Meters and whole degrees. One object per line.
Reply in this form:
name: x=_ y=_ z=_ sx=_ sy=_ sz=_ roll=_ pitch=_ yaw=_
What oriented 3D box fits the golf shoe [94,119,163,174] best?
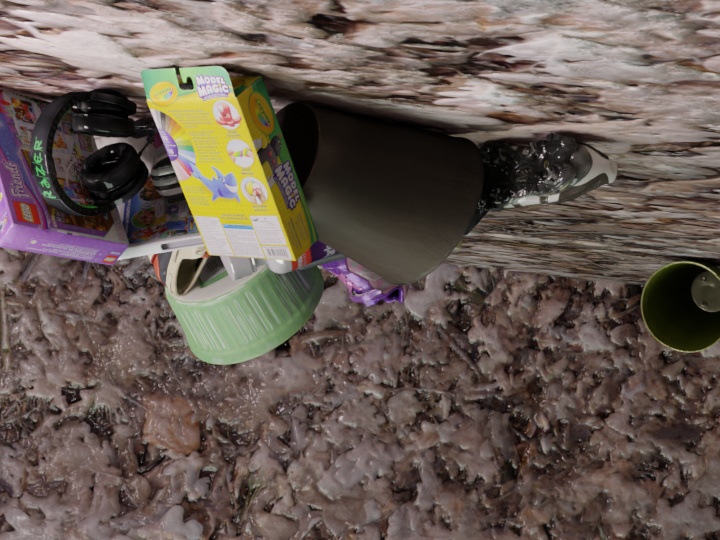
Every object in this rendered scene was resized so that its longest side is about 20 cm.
golf shoe: x=-0.290 y=-0.127 z=1.543 sx=0.091 sy=0.075 sz=0.200 roll=-33 pitch=-163 yaw=-28

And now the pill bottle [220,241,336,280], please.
pill bottle: x=-0.070 y=-0.063 z=1.511 sx=0.200 sy=0.112 sz=0.111 roll=-22 pitch=-178 yaw=-10

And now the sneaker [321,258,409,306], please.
sneaker: x=0.000 y=0.000 z=1.688 sx=0.080 sy=0.089 sz=0.200 roll=5 pitch=176 yaw=45

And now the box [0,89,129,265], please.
box: x=-0.333 y=-0.101 z=1.372 sx=0.137 sy=0.200 sz=0.039 roll=12 pitch=134 yaw=-43

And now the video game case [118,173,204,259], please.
video game case: x=-0.169 y=-0.074 z=1.440 sx=0.199 sy=0.018 sz=0.143 roll=-9 pitch=-143 yaw=1

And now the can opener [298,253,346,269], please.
can opener: x=0.011 y=-0.046 z=1.606 sx=0.200 sy=0.053 sz=0.067 roll=-15 pitch=172 yaw=-5

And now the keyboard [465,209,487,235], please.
keyboard: x=0.081 y=-0.102 z=1.654 sx=0.200 sy=0.040 sz=0.104 roll=11 pitch=136 yaw=-36

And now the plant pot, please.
plant pot: x=0.702 y=0.057 z=2.709 sx=0.187 sy=0.188 sz=0.200 roll=4 pitch=-168 yaw=30

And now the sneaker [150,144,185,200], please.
sneaker: x=-0.137 y=-0.142 z=1.448 sx=0.199 sy=0.075 sz=0.116 roll=-10 pitch=-152 yaw=-9

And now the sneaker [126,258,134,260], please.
sneaker: x=-0.279 y=-0.070 z=1.686 sx=0.079 sy=0.074 sz=0.200 roll=49 pitch=145 yaw=-17

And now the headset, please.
headset: x=-0.268 y=-0.129 z=1.353 sx=0.094 sy=0.124 sz=0.200 roll=4 pitch=-160 yaw=35

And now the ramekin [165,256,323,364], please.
ramekin: x=-0.157 y=0.018 z=1.706 sx=0.200 sy=0.200 sz=0.098 roll=3 pitch=135 yaw=40

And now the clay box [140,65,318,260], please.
clay box: x=-0.123 y=-0.106 z=1.225 sx=0.115 sy=0.200 sz=0.048 roll=4 pitch=-146 yaw=36

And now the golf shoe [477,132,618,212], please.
golf shoe: x=0.190 y=-0.097 z=1.395 sx=0.094 sy=0.078 sz=0.200 roll=7 pitch=178 yaw=-28

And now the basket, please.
basket: x=-0.001 y=-0.089 z=1.342 sx=0.200 sy=0.180 sz=0.136 roll=19 pitch=-152 yaw=-39

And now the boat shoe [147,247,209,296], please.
boat shoe: x=-0.200 y=-0.039 z=1.580 sx=0.071 sy=0.063 sz=0.200 roll=-17 pitch=160 yaw=-37

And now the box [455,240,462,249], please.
box: x=0.010 y=-0.088 z=1.753 sx=0.200 sy=0.097 sz=0.176 roll=9 pitch=176 yaw=-35
